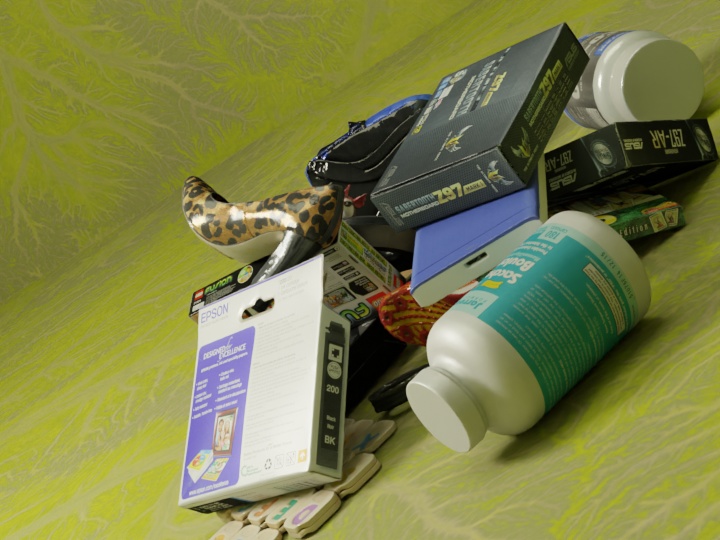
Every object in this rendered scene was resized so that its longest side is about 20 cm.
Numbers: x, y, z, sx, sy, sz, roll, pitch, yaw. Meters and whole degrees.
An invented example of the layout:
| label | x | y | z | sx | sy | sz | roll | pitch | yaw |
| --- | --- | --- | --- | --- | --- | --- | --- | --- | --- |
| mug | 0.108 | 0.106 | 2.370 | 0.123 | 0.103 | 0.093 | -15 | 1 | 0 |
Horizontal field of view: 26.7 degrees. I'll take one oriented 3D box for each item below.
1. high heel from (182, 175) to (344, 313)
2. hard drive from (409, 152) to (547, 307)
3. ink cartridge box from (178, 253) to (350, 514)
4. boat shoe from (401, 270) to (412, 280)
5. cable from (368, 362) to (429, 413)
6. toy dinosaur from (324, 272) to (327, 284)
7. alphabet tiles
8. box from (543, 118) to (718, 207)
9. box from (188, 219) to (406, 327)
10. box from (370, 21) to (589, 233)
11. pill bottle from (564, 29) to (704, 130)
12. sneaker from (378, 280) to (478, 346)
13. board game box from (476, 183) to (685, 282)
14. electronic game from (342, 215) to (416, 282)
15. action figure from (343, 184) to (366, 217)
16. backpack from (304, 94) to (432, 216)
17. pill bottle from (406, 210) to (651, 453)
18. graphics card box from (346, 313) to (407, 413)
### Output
| label | x | y | z | sx | sy | sz | roll | pitch | yaw |
| --- | --- | --- | --- | --- | --- | --- | --- | --- | --- |
| high heel | -0.095 | -0.069 | 1.486 | 0.143 | 0.071 | 0.200 | -48 | 50 | 12 |
| hard drive | 0.107 | -0.057 | 1.364 | 0.131 | 0.025 | 0.201 | -32 | 23 | 21 |
| ink cartridge box | -0.087 | 0.107 | 1.381 | 0.197 | 0.043 | 0.202 | -22 | 58 | 46 |
| boat shoe | 0.027 | -0.007 | 1.690 | 0.066 | 0.075 | 0.200 | 4 | -13 | -23 |
| cable | 0.084 | 0.072 | 1.356 | 0.199 | 0.051 | 0.097 | -20 | 19 | 46 |
| toy dinosaur | -0.065 | 0.109 | 1.452 | 0.101 | 0.058 | 0.202 | -11 | 56 | 40 |
| alphabet tiles | -0.060 | 0.196 | 1.365 | 0.195 | 0.015 | 0.200 | -41 | 15 | -23 |
| box | 0.219 | -0.092 | 1.461 | 0.159 | 0.044 | 0.199 | -8 | -11 | -46 |
| box | -0.065 | 0.028 | 1.528 | 0.199 | 0.110 | 0.035 | -25 | 40 | 30 |
| box | 0.112 | -0.132 | 1.398 | 0.157 | 0.051 | 0.201 | -18 | 30 | 42 |
| pill bottle | 0.295 | -0.207 | 1.670 | 0.113 | 0.114 | 0.200 | -36 | 13 | -5 |
| sneaker | 0.110 | 0.021 | 1.455 | 0.198 | 0.074 | 0.077 | -17 | 16 | 25 |
| board game box | 0.183 | -0.036 | 1.381 | 0.198 | 0.024 | 0.105 | -15 | 20 | -10 |
| electronic game | 0.000 | 0.000 | 1.577 | 0.199 | 0.199 | 0.042 | -26 | 54 | 33 |
| action figure | -0.051 | -0.003 | 1.682 | 0.200 | 0.149 | 0.134 | -49 | 24 | 3 |
| backpack | 0.050 | -0.134 | 1.923 | 0.199 | 0.163 | 0.168 | -33 | 10 | 11 |
| pill bottle | 0.128 | 0.052 | 1.187 | 0.200 | 0.111 | 0.111 | -41 | 14 | -23 |
| graphics card box | -0.056 | 0.112 | 1.569 | 0.199 | 0.051 | 0.125 | -21 | 19 | 49 |
